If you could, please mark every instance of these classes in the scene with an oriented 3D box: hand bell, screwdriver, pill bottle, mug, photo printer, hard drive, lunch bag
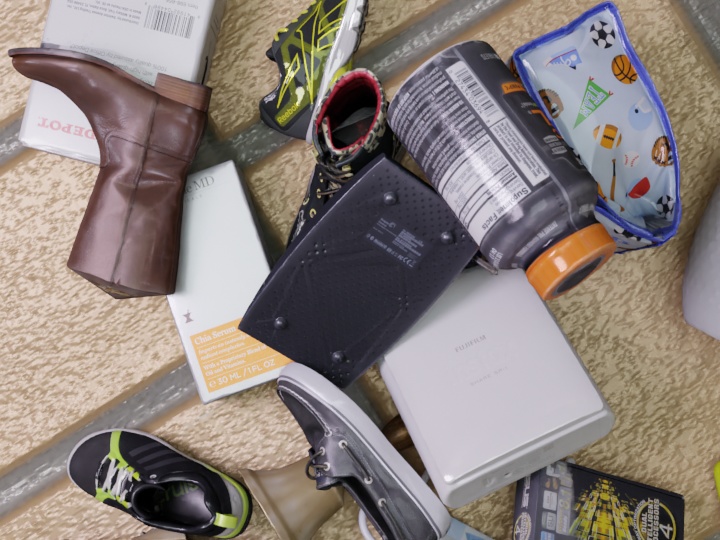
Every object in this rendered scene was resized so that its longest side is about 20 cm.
[{"bbox_3d":[-0.002,0.173,1.060,0.199,0.104,0.105,-32,89,-10],"label":"hand bell"},{"bbox_3d":[0.104,-0.013,1.004,0.029,0.200,0.028,-44,97,-3],"label":"screwdriver"},{"bbox_3d":[0.115,-0.075,0.911,0.106,0.106,0.201,-34,74,-1],"label":"pill bottle"},{"bbox_3d":[0.391,-0.003,1.046,0.199,0.148,0.176,23,97,-30],"label":"mug"},{"bbox_3d":[0.107,0.089,1.030,0.165,0.070,0.201,-24,55,-2],"label":"photo printer"},{"bbox_3d":[0.000,0.000,0.988,0.134,0.042,0.200,32,112,-26],"label":"hard drive"},{"bbox_3d":[0.197,-0.106,1.023,0.123,0.170,0.201,-29,91,-6],"label":"lunch bag"}]

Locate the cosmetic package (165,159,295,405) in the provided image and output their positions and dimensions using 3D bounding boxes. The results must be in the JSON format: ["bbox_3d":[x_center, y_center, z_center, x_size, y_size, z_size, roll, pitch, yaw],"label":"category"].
[{"bbox_3d":[-0.127,0.012,1.067,0.101,0.071,0.201,-20,88,-1],"label":"cosmetic package"}]

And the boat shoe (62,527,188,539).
[{"bbox_3d":[-0.180,0.270,1.064,0.198,0.076,0.072,12,61,-2],"label":"boat shoe"}]

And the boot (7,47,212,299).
[{"bbox_3d":[-0.233,-0.081,0.997,0.185,0.064,0.202,14,94,1],"label":"boot"}]

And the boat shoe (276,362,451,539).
[{"bbox_3d":[-0.011,0.169,0.994,0.066,0.070,0.200,-41,87,-25],"label":"boat shoe"}]

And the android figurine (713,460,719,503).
[{"bbox_3d":[0.423,0.191,1.080,0.181,0.041,0.202,-13,89,-1],"label":"android figurine"}]

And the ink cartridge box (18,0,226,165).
[{"bbox_3d":[-0.215,-0.192,1.066,0.143,0.084,0.202,14,88,-1],"label":"ink cartridge box"}]

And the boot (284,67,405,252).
[{"bbox_3d":[-0.025,-0.074,1.025,0.073,0.154,0.205,26,86,12],"label":"boot"}]

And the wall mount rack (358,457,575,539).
[{"bbox_3d":[0.107,0.230,1.065,0.199,0.075,0.174,28,56,-1],"label":"wall mount rack"}]

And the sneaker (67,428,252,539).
[{"bbox_3d":[-0.189,0.188,1.033,0.199,0.083,0.072,11,87,22],"label":"sneaker"}]

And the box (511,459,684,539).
[{"bbox_3d":[0.207,0.280,1.017,0.160,0.049,0.201,18,65,-17],"label":"box"}]

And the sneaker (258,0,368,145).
[{"bbox_3d":[-0.042,-0.217,1.073,0.084,0.074,0.202,13,88,1],"label":"sneaker"}]
